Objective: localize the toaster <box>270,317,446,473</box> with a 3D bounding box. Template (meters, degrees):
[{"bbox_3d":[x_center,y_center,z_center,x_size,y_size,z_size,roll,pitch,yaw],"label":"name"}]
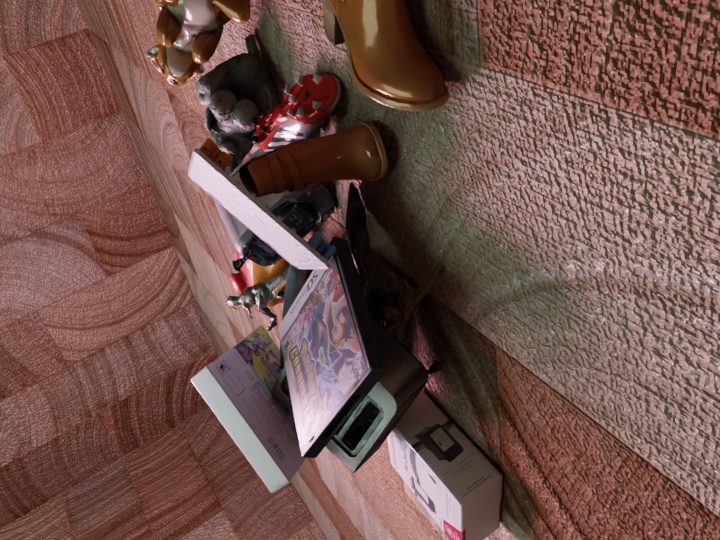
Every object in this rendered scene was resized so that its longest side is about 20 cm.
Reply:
[{"bbox_3d":[-0.012,0.164,0.937,0.180,0.118,0.202,40,120,13],"label":"toaster"}]

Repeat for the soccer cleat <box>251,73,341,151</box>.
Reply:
[{"bbox_3d":[-0.078,-0.215,0.899,0.198,0.084,0.070,-19,68,48],"label":"soccer cleat"}]

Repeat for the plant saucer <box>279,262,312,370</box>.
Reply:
[{"bbox_3d":[-0.097,0.057,1.006,0.200,0.027,0.205,7,-90,-89],"label":"plant saucer"}]

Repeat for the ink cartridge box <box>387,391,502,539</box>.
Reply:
[{"bbox_3d":[0.125,0.309,1.001,0.200,0.082,0.147,43,152,43],"label":"ink cartridge box"}]

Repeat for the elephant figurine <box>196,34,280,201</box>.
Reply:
[{"bbox_3d":[-0.204,-0.240,1.045,0.142,0.154,0.201,51,154,10],"label":"elephant figurine"}]

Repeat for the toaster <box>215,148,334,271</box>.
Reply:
[{"bbox_3d":[-0.146,-0.103,1.022,0.130,0.199,0.113,55,-170,29],"label":"toaster"}]

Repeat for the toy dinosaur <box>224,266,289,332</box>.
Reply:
[{"bbox_3d":[-0.157,0.049,1.123,0.089,0.198,0.048,53,-153,-14],"label":"toy dinosaur"}]

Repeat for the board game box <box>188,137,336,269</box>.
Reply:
[{"bbox_3d":[-0.129,-0.075,0.809,0.199,0.026,0.200,41,169,-13],"label":"board game box"}]

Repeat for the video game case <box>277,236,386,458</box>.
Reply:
[{"bbox_3d":[-0.044,0.093,0.795,0.182,0.025,0.203,-55,37,35],"label":"video game case"}]

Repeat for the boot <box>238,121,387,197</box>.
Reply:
[{"bbox_3d":[-0.063,-0.131,0.818,0.199,0.152,0.075,11,119,64],"label":"boot"}]

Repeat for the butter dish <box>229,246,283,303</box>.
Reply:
[{"bbox_3d":[-0.202,-0.002,1.329,0.199,0.146,0.203,7,122,66],"label":"butter dish"}]

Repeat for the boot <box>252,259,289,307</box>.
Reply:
[{"bbox_3d":[-0.140,-0.042,1.132,0.144,0.069,0.206,159,120,-68],"label":"boot"}]

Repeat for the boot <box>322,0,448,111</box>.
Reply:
[{"bbox_3d":[0.025,-0.260,0.599,0.202,0.075,0.157,59,157,32],"label":"boot"}]

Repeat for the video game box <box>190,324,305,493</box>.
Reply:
[{"bbox_3d":[-0.143,0.201,0.975,0.202,0.046,0.182,55,-156,-1],"label":"video game box"}]

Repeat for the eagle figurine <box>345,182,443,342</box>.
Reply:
[{"bbox_3d":[0.003,0.002,0.875,0.200,0.151,0.151,45,174,27],"label":"eagle figurine"}]

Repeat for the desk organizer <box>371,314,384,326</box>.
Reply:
[{"bbox_3d":[0.003,0.153,1.081,0.075,0.072,0.203,4,130,17],"label":"desk organizer"}]

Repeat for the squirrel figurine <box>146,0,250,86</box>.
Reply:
[{"bbox_3d":[-0.260,-0.388,0.977,0.187,0.138,0.204,126,142,-49],"label":"squirrel figurine"}]
